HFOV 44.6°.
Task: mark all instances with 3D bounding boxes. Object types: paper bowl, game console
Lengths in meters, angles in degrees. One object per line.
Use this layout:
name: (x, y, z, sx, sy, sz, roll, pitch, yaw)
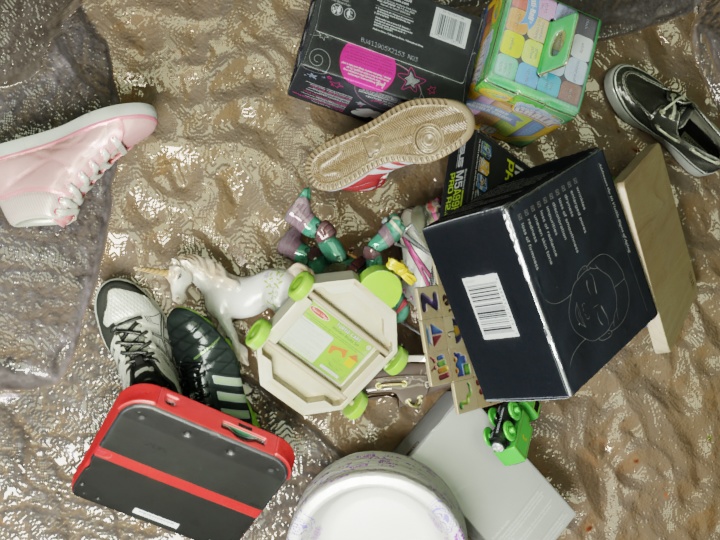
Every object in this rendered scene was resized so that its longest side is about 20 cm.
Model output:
paper bowl: (0.020, 0.298, 0.964, 0.196, 0.104, 0.205, 1, 101, 6)
game console: (-0.185, 0.210, 0.924, 0.197, 0.031, 0.178, 26, 123, -17)

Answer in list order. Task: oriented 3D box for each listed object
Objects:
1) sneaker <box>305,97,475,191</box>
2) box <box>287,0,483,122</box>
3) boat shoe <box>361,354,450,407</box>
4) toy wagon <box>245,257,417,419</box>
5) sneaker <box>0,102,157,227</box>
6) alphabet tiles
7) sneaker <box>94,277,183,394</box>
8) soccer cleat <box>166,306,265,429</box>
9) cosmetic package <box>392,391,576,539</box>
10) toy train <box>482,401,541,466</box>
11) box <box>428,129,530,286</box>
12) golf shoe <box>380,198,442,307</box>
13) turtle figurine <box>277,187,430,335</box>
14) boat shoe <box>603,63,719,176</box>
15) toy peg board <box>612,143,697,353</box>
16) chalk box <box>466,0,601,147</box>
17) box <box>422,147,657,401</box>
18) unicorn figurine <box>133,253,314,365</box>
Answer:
sneaker: (0.040, -0.143, 1.015, 0.196, 0.112, 0.073, -17, 90, 13)
box: (0.027, -0.253, 1.043, 0.196, 0.115, 0.135, 16, 79, -12)
boat shoe: (0.042, 0.129, 1.015, 0.195, 0.072, 0.061, 1, 76, 0)
toy wagon: (-0.019, 0.064, 0.932, 0.154, 0.040, 0.200, 38, 101, -24)
sneaker: (-0.306, -0.108, 0.966, 0.197, 0.075, 0.107, -20, 84, -7)
alphabet tiles: (0.134, 0.060, 0.957, 0.197, 0.006, 0.170, -6, 85, -43)
sneaker: (-0.232, 0.099, 0.956, 0.075, 0.088, 0.203, -24, 88, -13)
soccer cleat: (-0.161, 0.135, 0.942, 0.081, 0.066, 0.203, -49, 125, -48)
cosmetic package: (0.144, 0.248, 1.031, 0.107, 0.090, 0.201, -42, 91, -15)
toy train: (0.188, 0.141, 1.029, 0.057, 0.041, 0.201, 49, 40, -19)
box: (0.159, -0.039, 1.034, 0.159, 0.044, 0.204, 27, 65, -36)
golf shoe: (0.089, 0.020, 1.059, 0.090, 0.073, 0.204, -17, 94, 18)
turtle figurine: (0.000, 0.000, 0.989, 0.198, 0.151, 0.101, 35, 39, 7)
boat shoe: (0.409, -0.205, 1.153, 0.199, 0.064, 0.071, 37, 77, -7)
toy peg board: (0.324, -0.026, 1.073, 0.199, 0.096, 0.203, -35, 109, -54)
chalk box: (0.193, -0.243, 1.036, 0.122, 0.200, 0.127, 19, 80, -10)
box: (0.196, 0.003, 0.936, 0.195, 0.123, 0.203, -28, 101, -39)
unicorn figurine: (-0.135, 0.039, 0.982, 0.196, 0.074, 0.140, -13, 94, -2)
